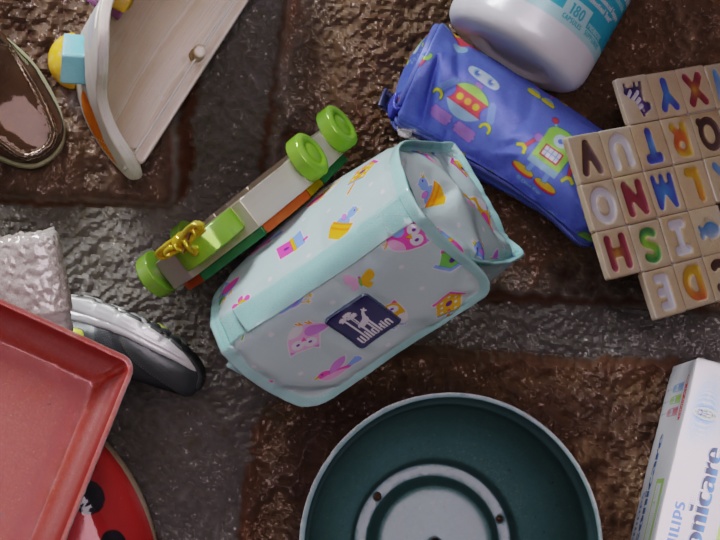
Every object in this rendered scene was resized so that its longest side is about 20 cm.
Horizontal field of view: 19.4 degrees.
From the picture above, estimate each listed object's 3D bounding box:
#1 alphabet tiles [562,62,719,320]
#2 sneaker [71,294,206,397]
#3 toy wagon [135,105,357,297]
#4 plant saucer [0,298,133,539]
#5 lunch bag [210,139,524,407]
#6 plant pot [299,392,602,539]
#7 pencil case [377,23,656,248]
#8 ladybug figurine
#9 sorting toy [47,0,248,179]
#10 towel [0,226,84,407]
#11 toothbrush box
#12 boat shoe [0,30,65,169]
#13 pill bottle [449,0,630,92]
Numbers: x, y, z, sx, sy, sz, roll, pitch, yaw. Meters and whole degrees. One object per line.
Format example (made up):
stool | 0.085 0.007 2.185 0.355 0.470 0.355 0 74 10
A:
alphabet tiles | 0.222 -0.057 1.473 0.199 0.008 0.168 -12 84 -42
sneaker | -0.204 0.057 1.460 0.199 0.074 0.085 20 88 7
toy wagon | -0.081 -0.036 1.408 0.155 0.200 0.040 -37 96 24
plant saucer | -0.269 0.110 1.330 0.198 0.037 0.201 25 67 -12
lunch bag | 0.000 0.000 1.388 0.170 0.200 0.122 -33 86 16
plant pot | 0.055 0.187 1.426 0.198 0.134 0.202 0 83 -3
pencil case | 0.109 -0.091 1.490 0.199 0.078 0.087 32 75 0
ladybug figurine | -0.209 0.185 1.438 0.135 0.072 0.201 -24 86 -6
sorting toy | -0.143 -0.183 1.431 0.106 0.180 0.201 32 82 0
towel | -0.283 0.047 1.418 0.198 0.034 0.134 -8 96 16
toothbrush box | 0.303 0.159 1.473 0.198 0.086 0.147 16 82 -1
boat shoe | -0.285 -0.155 1.469 0.075 0.075 0.202 -43 88 -8
pill bottle | 0.154 -0.236 1.494 0.110 0.111 0.201 30 83 0
